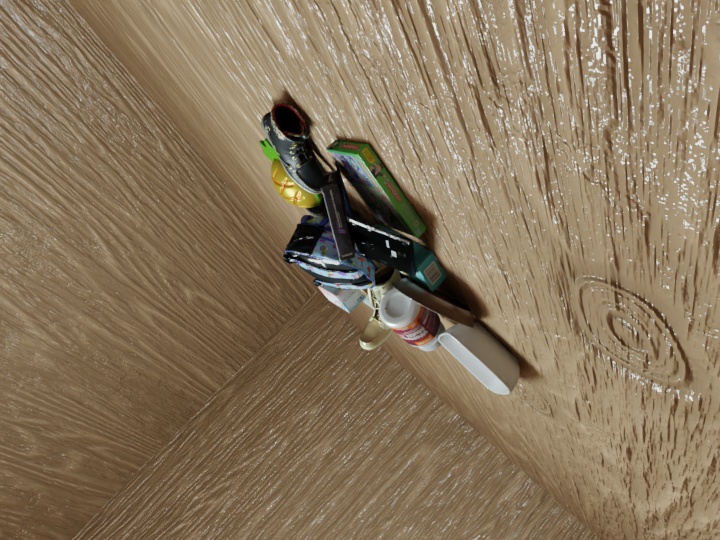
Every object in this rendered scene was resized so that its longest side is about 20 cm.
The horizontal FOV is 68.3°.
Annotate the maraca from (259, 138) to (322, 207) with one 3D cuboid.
[{"bbox_3d":[-0.163,-0.229,1.248,0.200,0.107,0.137,49,163,-22],"label":"maraca"}]

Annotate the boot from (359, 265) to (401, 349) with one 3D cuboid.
[{"bbox_3d":[0.049,0.089,1.352,0.072,0.200,0.155,24,153,38],"label":"boot"}]

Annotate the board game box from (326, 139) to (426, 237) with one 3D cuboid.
[{"bbox_3d":[0.029,-0.152,0.982,0.200,0.029,0.134,51,169,-31],"label":"board game box"}]

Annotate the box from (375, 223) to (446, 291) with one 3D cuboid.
[{"bbox_3d":[0.094,-0.032,1.157,0.200,0.049,0.082,34,165,50],"label":"box"}]

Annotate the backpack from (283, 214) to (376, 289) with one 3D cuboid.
[{"bbox_3d":[-0.051,-0.035,1.247,0.199,0.135,0.183,11,161,32],"label":"backpack"}]

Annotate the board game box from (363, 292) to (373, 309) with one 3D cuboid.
[{"bbox_3d":[0.124,0.135,1.584,0.200,0.064,0.147,29,174,45],"label":"board game box"}]

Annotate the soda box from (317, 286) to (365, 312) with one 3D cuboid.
[{"bbox_3d":[-0.059,0.057,1.486,0.068,0.064,0.200,51,170,-18],"label":"soda box"}]

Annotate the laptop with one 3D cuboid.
[{"bbox_3d":[0.032,-0.095,1.030,0.199,0.104,0.177,22,165,15],"label":"laptop"}]

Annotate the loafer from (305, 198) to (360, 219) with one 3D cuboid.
[{"bbox_3d":[-0.070,-0.137,1.347,0.200,0.073,0.071,38,168,38],"label":"loafer"}]

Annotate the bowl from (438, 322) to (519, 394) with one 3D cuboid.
[{"bbox_3d":[0.284,0.197,1.249,0.200,0.075,0.200,44,170,9],"label":"bowl"}]

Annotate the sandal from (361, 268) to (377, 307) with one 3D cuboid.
[{"bbox_3d":[0.002,-0.003,1.386,0.069,0.078,0.213,4,122,18],"label":"sandal"}]

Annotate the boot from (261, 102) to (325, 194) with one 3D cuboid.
[{"bbox_3d":[-0.128,-0.248,1.093,0.204,0.073,0.154,54,171,-13],"label":"boot"}]

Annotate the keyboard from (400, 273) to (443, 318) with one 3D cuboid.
[{"bbox_3d":[0.173,0.073,1.370,0.200,0.021,0.127,35,166,51],"label":"keyboard"}]

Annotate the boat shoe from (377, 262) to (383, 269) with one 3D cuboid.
[{"bbox_3d":[0.014,-0.042,1.423,0.200,0.065,0.071,51,169,-34],"label":"boat shoe"}]

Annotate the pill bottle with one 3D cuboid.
[{"bbox_3d":[0.136,0.126,1.329,0.109,0.110,0.200,37,176,42],"label":"pill bottle"}]

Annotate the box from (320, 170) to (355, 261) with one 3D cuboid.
[{"bbox_3d":[-0.042,-0.116,1.061,0.200,0.036,0.144,-90,-14,-71],"label":"box"}]

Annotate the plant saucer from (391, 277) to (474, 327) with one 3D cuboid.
[{"bbox_3d":[0.163,0.064,1.152,0.199,0.032,0.200,27,-173,-3],"label":"plant saucer"}]
